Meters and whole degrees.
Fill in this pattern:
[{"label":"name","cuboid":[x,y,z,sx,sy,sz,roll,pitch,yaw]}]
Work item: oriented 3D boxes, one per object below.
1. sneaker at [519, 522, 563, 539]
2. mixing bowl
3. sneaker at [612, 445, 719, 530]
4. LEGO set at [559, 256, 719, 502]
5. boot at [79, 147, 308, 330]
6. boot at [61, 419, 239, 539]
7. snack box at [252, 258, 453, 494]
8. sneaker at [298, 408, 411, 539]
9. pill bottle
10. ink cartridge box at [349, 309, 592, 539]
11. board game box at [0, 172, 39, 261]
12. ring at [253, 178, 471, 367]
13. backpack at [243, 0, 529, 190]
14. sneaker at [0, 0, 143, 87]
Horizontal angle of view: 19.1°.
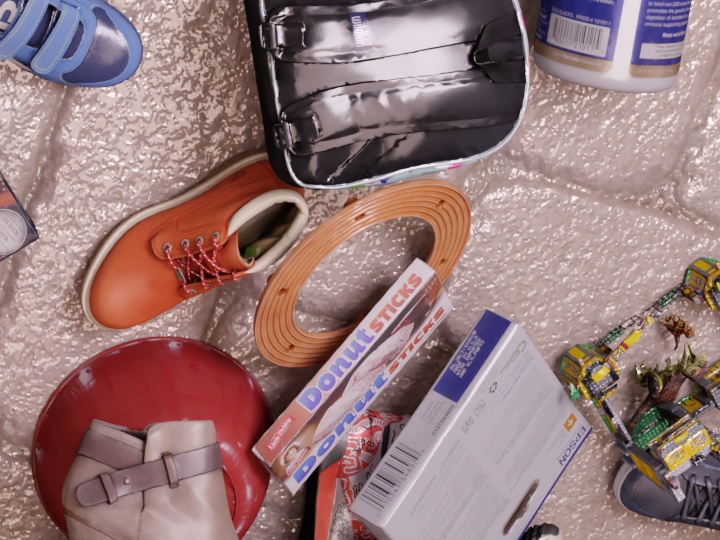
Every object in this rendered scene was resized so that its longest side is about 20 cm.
[{"label":"sneaker","cuboid":[0.141,0.310,1.816,0.093,0.070,0.200,27,105,1]},{"label":"mixing bowl","cuboid":[-0.152,0.164,1.680,0.199,0.108,0.201,-5,111,-14]},{"label":"sneaker","cuboid":[0.326,0.202,1.804,0.201,0.146,0.077,2,110,-15]},{"label":"LEGO set","cuboid":[0.276,0.092,1.756,0.199,0.116,0.154,-27,113,-11]},{"label":"boot","cuboid":[-0.126,-0.014,1.626,0.200,0.107,0.075,-36,116,1]},{"label":"boot","cuboid":[-0.122,0.184,1.584,0.199,0.070,0.147,6,86,-8]},{"label":"snack box","cuboid":[-0.005,0.083,1.681,0.200,0.024,0.072,-49,154,-10]},{"label":"sneaker","cuboid":[0.007,0.211,1.761,0.107,0.067,0.202,2,105,-13]},{"label":"pill bottle","cuboid":[0.202,-0.244,1.628,0.115,0.116,0.201,4,108,-16]},{"label":"ink cartridge box","cuboid":[0.093,0.158,1.732,0.200,0.041,0.200,-55,144,-12]},{"label":"board game box","cuboid":[-0.347,-0.074,1.582,0.135,0.035,0.200,-31,114,-3]},{"label":"ring","cuboid":[0.000,0.000,1.658,0.200,0.019,0.201,-27,150,-17]},{"label":"backpack","cuboid":[0.021,-0.153,1.586,0.199,0.151,0.178,-10,97,-6]},{"label":"sneaker","cuboid":[-0.247,-0.183,1.546,0.199,0.082,0.074,24,100,-23]}]
